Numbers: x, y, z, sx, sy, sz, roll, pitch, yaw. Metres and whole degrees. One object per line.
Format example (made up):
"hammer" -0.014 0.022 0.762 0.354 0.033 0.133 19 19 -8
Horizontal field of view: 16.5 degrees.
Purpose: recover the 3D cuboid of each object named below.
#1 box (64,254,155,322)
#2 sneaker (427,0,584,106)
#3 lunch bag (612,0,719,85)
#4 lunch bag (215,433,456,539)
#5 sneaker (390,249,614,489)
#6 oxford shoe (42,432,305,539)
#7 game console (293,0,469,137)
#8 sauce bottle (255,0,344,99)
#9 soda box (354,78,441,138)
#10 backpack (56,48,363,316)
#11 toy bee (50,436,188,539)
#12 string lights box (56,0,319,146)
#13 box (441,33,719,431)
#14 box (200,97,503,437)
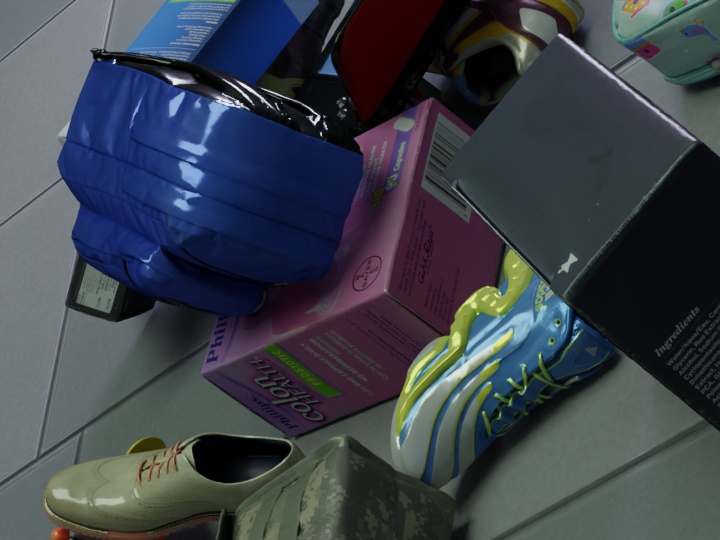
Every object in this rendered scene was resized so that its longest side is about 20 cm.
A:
"box" -0.178 -0.063 2.042 0.158 0.051 0.201 -28 -45 -84
"sneaker" 0.078 -0.168 1.885 0.200 0.075 0.090 -9 45 54
"lunch bag" 0.257 -0.224 1.678 0.160 0.077 0.201 -21 42 43
"lunch bag" -0.044 0.226 1.594 0.200 0.117 0.165 -37 32 39
"sneaker" 0.099 0.059 1.604 0.200 0.076 0.105 -59 29 -11
"oxford shoe" -0.131 0.142 1.753 0.199 0.074 0.071 -6 50 6
"game console" 0.013 -0.210 1.837 0.172 0.119 0.200 11 64 52
"sauce bottle" -0.070 -0.135 1.937 0.066 0.066 0.201 1 61 56
"soda box" -0.029 -0.091 1.966 0.200 0.068 0.064 -33 37 34
"backpack" -0.098 -0.054 1.742 0.200 0.162 0.169 14 91 51
"toy bee" -0.175 0.184 1.827 0.200 0.108 0.131 2 72 66
"string lights box" -0.132 -0.154 1.899 0.103 0.059 0.200 7 54 50
"box" 0.178 -0.010 1.430 0.118 0.200 0.197 -50 29 6
"box" 0.000 0.000 1.794 0.200 0.097 0.176 -25 39 42
